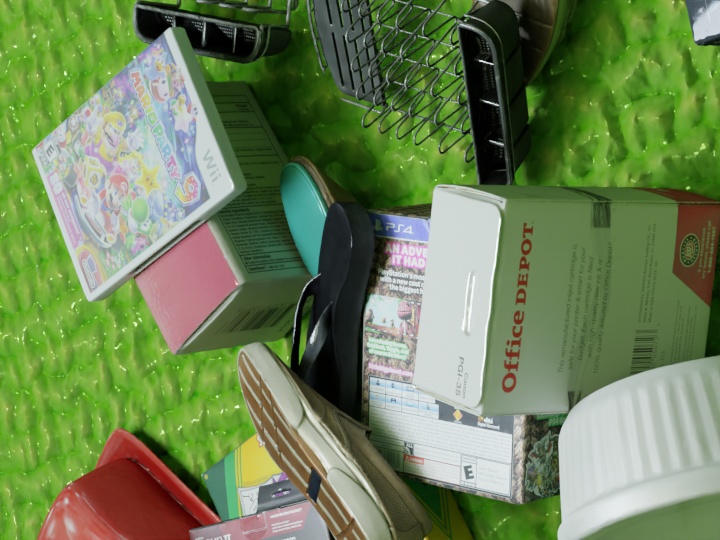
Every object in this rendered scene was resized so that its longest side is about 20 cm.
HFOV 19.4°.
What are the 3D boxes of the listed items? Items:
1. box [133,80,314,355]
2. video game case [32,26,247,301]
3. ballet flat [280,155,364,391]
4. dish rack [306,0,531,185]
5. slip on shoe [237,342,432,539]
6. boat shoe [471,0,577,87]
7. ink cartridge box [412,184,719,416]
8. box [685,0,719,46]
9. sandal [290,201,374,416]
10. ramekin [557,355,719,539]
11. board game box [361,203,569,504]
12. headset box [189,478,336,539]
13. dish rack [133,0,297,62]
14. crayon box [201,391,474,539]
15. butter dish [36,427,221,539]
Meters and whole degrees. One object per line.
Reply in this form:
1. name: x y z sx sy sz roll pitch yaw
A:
1. box: -0.124 -0.046 1.730 0.109 0.128 0.200 -45 65 36
2. video game case: -0.180 -0.082 1.678 0.200 0.018 0.144 -35 71 39
3. ballet flat: 0.000 0.000 1.658 0.068 0.072 0.201 -42 66 54
4. dish rack: 0.037 -0.153 1.569 0.200 0.055 0.154 21 139 31
5. slip on shoe: -0.021 0.131 1.567 0.200 0.060 0.076 52 152 25
6. boat shoe: 0.132 -0.219 1.522 0.073 0.063 0.201 32 132 26
7. ink cartridge box: 0.141 0.016 1.431 0.083 0.199 0.147 18 104 54
8. box: 0.292 -0.262 1.338 0.182 0.104 0.201 -15 85 41
9. sandal: -0.030 0.039 1.598 0.076 0.043 0.201 -129 40 -55
10. ramekin: 0.223 0.126 1.391 0.202 0.202 0.095 -29 62 41
11. board game box: 0.091 0.057 1.563 0.159 0.097 0.201 9 101 42
12. headset box: -0.045 0.263 1.642 0.148 0.075 0.201 -20 78 38
13. dish rack: -0.111 -0.278 1.731 0.153 0.054 0.201 16 104 40
14. crayon box: -0.021 0.196 1.708 0.200 0.058 0.173 -39 69 38
15. butter dish: -0.226 0.271 1.846 0.200 0.148 0.200 40 119 33
